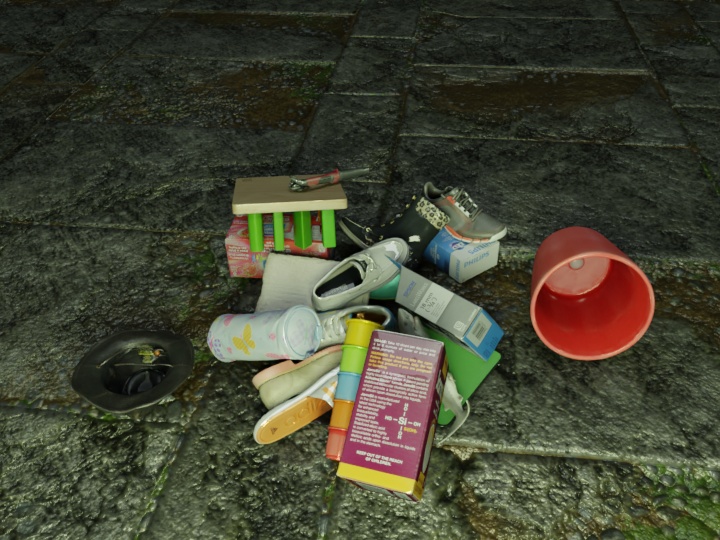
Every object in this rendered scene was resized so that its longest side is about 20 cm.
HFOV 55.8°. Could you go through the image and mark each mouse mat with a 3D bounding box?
[{"bbox_3d":[0.124,0.164,1.129,0.161,0.008,0.200,24,44,29],"label":"mouse mat"}]

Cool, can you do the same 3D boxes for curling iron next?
[{"bbox_3d":[-0.056,-0.180,1.290,0.200,0.026,0.050,-19,31,-40],"label":"curling iron"}]

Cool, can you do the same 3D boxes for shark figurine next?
[{"bbox_3d":[0.105,0.176,1.070,0.089,0.128,0.215,-30,59,4],"label":"shark figurine"}]

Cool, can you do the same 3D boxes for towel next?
[{"bbox_3d":[-0.081,0.040,1.219,0.200,0.034,0.133,8,69,4],"label":"towel"}]

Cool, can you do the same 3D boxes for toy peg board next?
[{"bbox_3d":[-0.134,-0.109,1.281,0.200,0.098,0.199,-3,21,-7],"label":"toy peg board"}]

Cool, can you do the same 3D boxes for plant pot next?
[{"bbox_3d":[0.381,0.022,1.168,0.200,0.201,0.177,3,28,5],"label":"plant pot"}]

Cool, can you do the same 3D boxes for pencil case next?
[{"bbox_3d":[-0.155,0.103,1.095,0.200,0.083,0.091,-9,5,38],"label":"pencil case"}]

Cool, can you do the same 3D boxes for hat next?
[{"bbox_3d":[-0.352,0.176,1.072,0.200,0.081,0.201,3,30,-2],"label":"hat"}]

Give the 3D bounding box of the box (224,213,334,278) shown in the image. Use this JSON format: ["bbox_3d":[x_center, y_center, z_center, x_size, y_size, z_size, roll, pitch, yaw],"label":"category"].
[{"bbox_3d":[-0.154,-0.047,1.336,0.200,0.096,0.100,3,37,4],"label":"box"}]

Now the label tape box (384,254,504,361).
[{"bbox_3d":[0.125,0.064,1.136,0.200,0.144,0.063,29,84,33],"label":"label tape box"}]

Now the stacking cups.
[{"bbox_3d":[-0.013,0.174,0.988,0.060,0.061,0.200,9,74,13],"label":"stacking cups"}]

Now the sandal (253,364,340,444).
[{"bbox_3d":[-0.059,0.213,1.024,0.207,0.079,0.059,-30,47,-20],"label":"sandal"}]

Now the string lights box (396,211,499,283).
[{"bbox_3d":[0.172,-0.063,1.377,0.103,0.059,0.200,-25,44,-27],"label":"string lights box"}]

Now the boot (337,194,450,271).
[{"bbox_3d":[0.065,-0.089,1.344,0.204,0.073,0.154,39,92,33],"label":"boot"}]

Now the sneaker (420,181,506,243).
[{"bbox_3d":[0.193,-0.118,1.331,0.200,0.082,0.077,24,44,29],"label":"sneaker"}]

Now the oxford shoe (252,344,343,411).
[{"bbox_3d":[-0.070,0.173,1.093,0.200,0.071,0.074,-17,68,-23],"label":"oxford shoe"}]

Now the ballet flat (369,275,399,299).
[{"bbox_3d":[-0.003,0.020,1.281,0.200,0.067,0.067,-2,9,1],"label":"ballet flat"}]

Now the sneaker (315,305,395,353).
[{"bbox_3d":[-0.042,0.096,1.138,0.200,0.081,0.077,-13,74,-1],"label":"sneaker"}]

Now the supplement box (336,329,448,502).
[{"bbox_3d":[0.050,0.199,0.926,0.103,0.131,0.200,9,70,15],"label":"supplement box"}]

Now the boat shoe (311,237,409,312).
[{"bbox_3d":[0.000,0.000,1.179,0.200,0.066,0.072,-29,72,-10],"label":"boat shoe"}]
